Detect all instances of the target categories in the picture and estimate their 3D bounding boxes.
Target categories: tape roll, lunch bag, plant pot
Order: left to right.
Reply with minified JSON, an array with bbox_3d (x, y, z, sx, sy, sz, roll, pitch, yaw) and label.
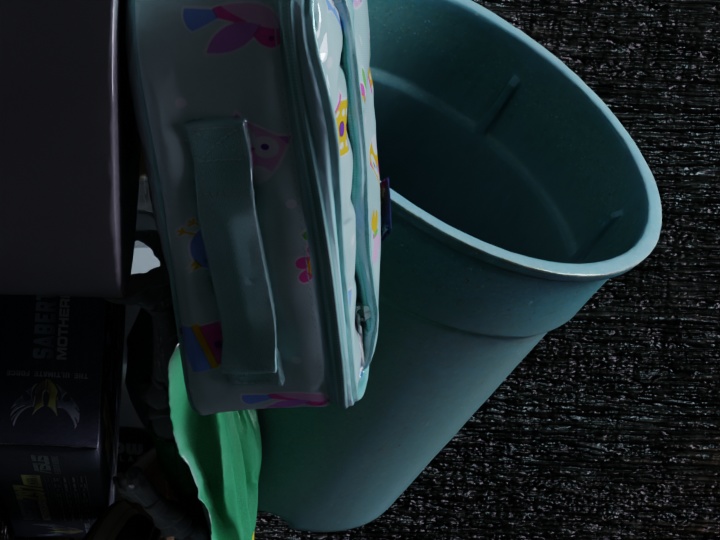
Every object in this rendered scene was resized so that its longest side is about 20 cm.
[{"bbox_3d":[-0.109,-0.091,0.832,0.200,0.066,0.201,-179,-90,-88],"label":"tape roll"},{"bbox_3d":[-0.033,-0.052,0.847,0.161,0.077,0.200,-93,176,-48],"label":"lunch bag"},{"bbox_3d":[0.000,0.000,1.095,0.196,0.200,0.201,-57,-160,32],"label":"plant pot"}]

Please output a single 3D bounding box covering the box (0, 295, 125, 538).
[{"bbox_3d":[-0.129,0.022,1.056,0.200,0.051,0.158,102,-11,-74],"label":"box"}]

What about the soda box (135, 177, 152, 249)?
[{"bbox_3d":[-0.131,0.034,1.333,0.063,0.070,0.201,-101,-168,-71],"label":"soda box"}]

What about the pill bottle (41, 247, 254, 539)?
[{"bbox_3d":[-0.109,0.095,1.261,0.112,0.112,0.201,-97,-171,-74],"label":"pill bottle"}]

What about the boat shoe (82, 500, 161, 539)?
[{"bbox_3d":[-0.108,0.172,0.993,0.200,0.065,0.073,-71,-174,-56],"label":"boat shoe"}]

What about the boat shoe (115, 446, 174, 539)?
[{"bbox_3d":[-0.094,0.166,1.143,0.076,0.072,0.200,56,44,-43],"label":"boat shoe"}]

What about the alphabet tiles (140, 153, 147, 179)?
[{"bbox_3d":[-0.092,-0.123,1.223,0.200,0.006,0.167,-14,-121,52],"label":"alphabet tiles"}]

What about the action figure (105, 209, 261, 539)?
[{"bbox_3d":[-0.070,0.069,1.008,0.118,0.054,0.200,-84,169,-51],"label":"action figure"}]
